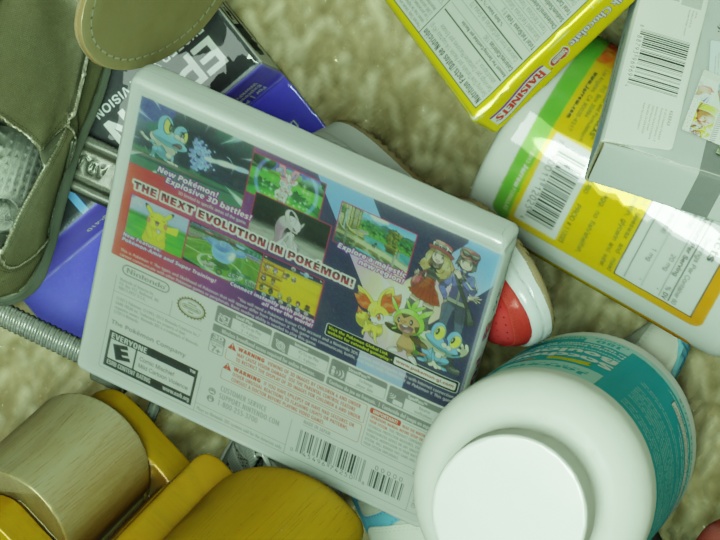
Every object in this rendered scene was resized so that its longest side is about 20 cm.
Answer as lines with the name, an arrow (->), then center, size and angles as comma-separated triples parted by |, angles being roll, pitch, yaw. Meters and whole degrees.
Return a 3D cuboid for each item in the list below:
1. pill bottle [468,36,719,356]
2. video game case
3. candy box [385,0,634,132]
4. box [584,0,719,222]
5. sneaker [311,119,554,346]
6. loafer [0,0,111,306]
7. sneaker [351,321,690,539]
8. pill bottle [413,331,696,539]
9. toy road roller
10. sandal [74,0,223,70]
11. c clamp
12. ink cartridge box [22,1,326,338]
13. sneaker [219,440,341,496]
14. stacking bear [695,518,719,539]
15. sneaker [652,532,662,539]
pill bottle -> 0.164, -0.026, 1.410 | 0.200, 0.111, 0.111 | 30, 102, 7
video game case -> -0.035, 0.014, 1.383 | 0.200, 0.023, 0.182 | 25, 127, 13
candy box -> 0.050, -0.168, 1.407 | 0.102, 0.026, 0.200 | -45, 53, 15
box -> 0.222, -0.086, 1.365 | 0.200, 0.041, 0.156 | 16, 61, 0
sneaker -> 0.000, 0.000, 1.406 | 0.200, 0.112, 0.071 | 35, 144, 45
loafer -> -0.171, -0.082, 1.441 | 0.075, 0.070, 0.200 | 7, 86, 5
sneaker -> 0.083, 0.085, 1.461 | 0.200, 0.077, 0.081 | -40, 86, 12
pill bottle -> 0.089, 0.094, 1.318 | 0.111, 0.200, 0.111 | 2, 96, 14
toy road roller -> -0.090, 0.137, 1.408 | 0.200, 0.123, 0.146 | 46, 132, -1
sandal -> -0.095, -0.186, 1.445 | 0.070, 0.078, 0.212 | 15, 61, 41
c clamp -> -0.173, 0.005, 1.489 | 0.200, 0.027, 0.171 | 31, 103, 5
ink cartridge box -> -0.148, -0.083, 1.507 | 0.198, 0.043, 0.200 | -40, 89, 14
sneaker -> -0.042, 0.098, 1.484 | 0.075, 0.082, 0.200 | 22, 104, 9
stacking bear -> 0.102, 0.204, 1.374 | 0.200, 0.114, 0.122 | -17, 90, -4
sneaker -> 0.070, 0.202, 1.461 | 0.201, 0.108, 0.067 | -37, 88, 14
